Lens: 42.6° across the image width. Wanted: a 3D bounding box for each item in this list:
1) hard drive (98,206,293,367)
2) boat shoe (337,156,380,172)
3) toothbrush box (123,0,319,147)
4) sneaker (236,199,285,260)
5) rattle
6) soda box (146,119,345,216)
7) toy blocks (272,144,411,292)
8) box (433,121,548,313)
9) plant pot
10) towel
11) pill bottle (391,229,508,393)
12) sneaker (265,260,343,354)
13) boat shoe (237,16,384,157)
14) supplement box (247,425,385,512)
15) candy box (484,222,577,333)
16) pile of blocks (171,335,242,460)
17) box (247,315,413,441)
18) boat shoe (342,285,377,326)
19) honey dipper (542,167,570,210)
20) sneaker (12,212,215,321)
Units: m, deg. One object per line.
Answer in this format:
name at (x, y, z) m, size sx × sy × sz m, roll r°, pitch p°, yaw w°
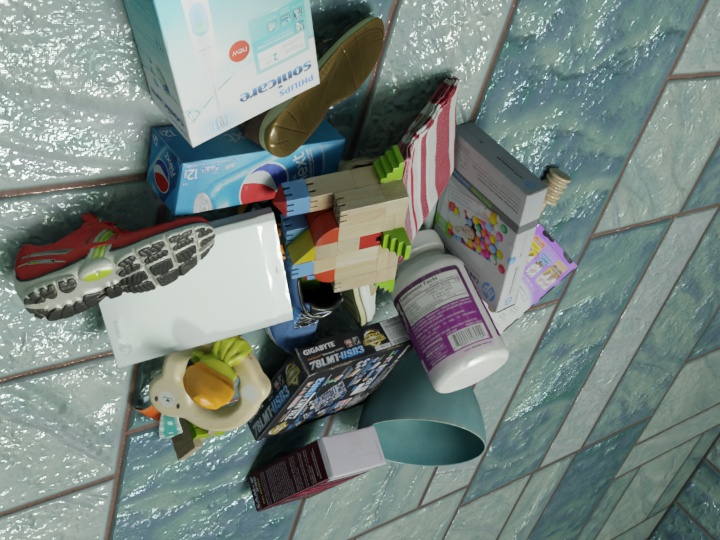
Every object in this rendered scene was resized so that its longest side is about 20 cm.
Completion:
hard drive at (-0.179, 0.018, 0.991) m, size 0.197 × 0.026 × 0.134 m, roll -15°, pitch 118°, yaw -12°
boat shoe at (0.028, -0.101, 1.100) m, size 0.199 × 0.064 × 0.073 m, roll 1°, pitch 87°, yaw -49°
toothbrush box at (-0.125, -0.234, 0.814) m, size 0.145 × 0.085 × 0.201 m, roll -30°, pitch 144°, yaw -20°
sneaker at (-0.113, -0.020, 1.055) m, size 0.078 × 0.077 × 0.201 m, roll 15°, pitch 113°, yaw -50°
rattle at (-0.207, 0.162, 1.051) m, size 0.198 × 0.144 × 0.131 m, roll -25°, pitch 119°, yaw 22°
soda box at (-0.117, -0.115, 0.959) m, size 0.198 × 0.068 × 0.065 m, roll -15°, pitch 136°, yaw -36°
toy blocks at (-0.026, -0.038, 1.000) m, size 0.135 × 0.101 × 0.201 m, roll -13°, pitch 148°, yaw -13°
box at (0.164, -0.069, 1.220) m, size 0.041 × 0.156 × 0.202 m, roll -21°, pitch 140°, yaw -26°
plant pot at (0.096, 0.205, 1.431) m, size 0.197 × 0.136 × 0.201 m, roll 4°, pitch 149°, yaw 2°
towel at (0.079, -0.123, 1.094) m, size 0.201 × 0.022 × 0.145 m, roll -57°, pitch 154°, yaw -45°
pill bottle at (0.107, 0.051, 1.235) m, size 0.111 × 0.202 × 0.113 m, roll -21°, pitch 158°, yaw -9°
sneaker at (-0.072, 0.039, 1.147) m, size 0.078 × 0.089 × 0.202 m, roll -22°, pitch 140°, yaw -27°
boat shoe at (-0.049, -0.200, 0.945) m, size 0.200 × 0.064 × 0.074 m, roll -49°, pitch 152°, yaw -29°
supplement box at (-0.068, 0.295, 1.368) m, size 0.108 × 0.062 × 0.199 m, roll -3°, pitch 157°, yaw -44°
candy box at (0.206, 0.008, 1.386) m, size 0.200 × 0.072 × 0.167 m, roll -42°, pitch 142°, yaw 10°
pile of blocks at (-0.178, 0.153, 1.162) m, size 0.062 × 0.082 × 0.202 m, roll -2°, pitch 127°, yaw -44°
box at (-0.040, 0.150, 1.283) m, size 0.197 × 0.050 × 0.200 m, roll -13°, pitch 153°, yaw -36°
boat shoe at (0.000, 0.000, 1.194) m, size 0.068 × 0.075 × 0.201 m, roll -36°, pitch 149°, yaw -16°
honey dipper at (0.259, -0.066, 1.430) m, size 0.038 × 0.038 × 0.201 m, roll -3°, pitch 130°, yaw -44°
sneaker at (-0.242, -0.025, 0.905) m, size 0.198 × 0.086 × 0.077 m, roll -18°, pitch 150°, yaw -17°
